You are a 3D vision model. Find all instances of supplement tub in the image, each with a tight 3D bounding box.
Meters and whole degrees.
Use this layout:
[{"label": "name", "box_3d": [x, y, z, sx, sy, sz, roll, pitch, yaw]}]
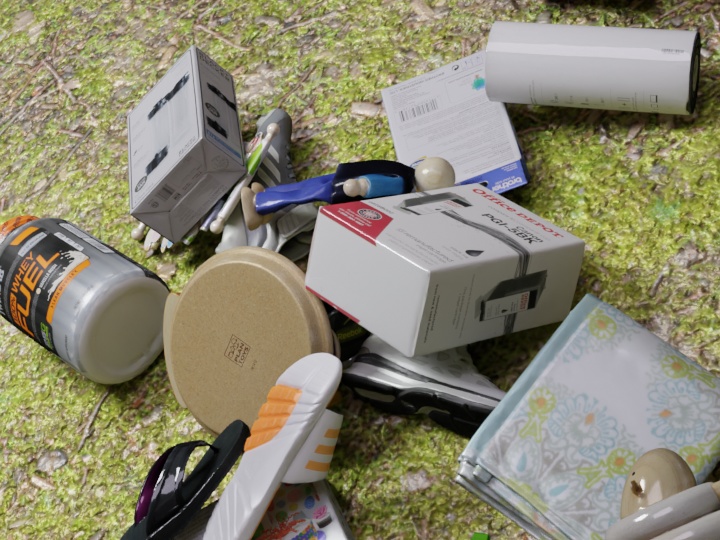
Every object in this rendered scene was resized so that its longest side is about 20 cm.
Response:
[{"label": "supplement tub", "box_3d": [-0.291, 0.023, 1.594, 0.200, 0.123, 0.123, 27, 69, 39]}]

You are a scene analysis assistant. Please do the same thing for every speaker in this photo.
[{"label": "speaker", "box_3d": [0.221, -0.194, 1.518, 0.199, 0.081, 0.081, 5, 57, 17]}]

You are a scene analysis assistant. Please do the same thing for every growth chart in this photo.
[{"label": "growth chart", "box_3d": [-0.163, -0.082, 1.626, 0.200, 0.018, 0.145, 1, 60, 57]}]

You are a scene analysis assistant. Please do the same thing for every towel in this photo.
[{"label": "towel", "box_3d": [0.196, 0.138, 1.282, 0.171, 0.048, 0.200, 36, 74, 15]}]

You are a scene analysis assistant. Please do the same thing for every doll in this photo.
[{"label": "doll", "box_3d": [-0.008, -0.080, 1.513, 0.199, 0.049, 0.136, -9, 8, 13]}]

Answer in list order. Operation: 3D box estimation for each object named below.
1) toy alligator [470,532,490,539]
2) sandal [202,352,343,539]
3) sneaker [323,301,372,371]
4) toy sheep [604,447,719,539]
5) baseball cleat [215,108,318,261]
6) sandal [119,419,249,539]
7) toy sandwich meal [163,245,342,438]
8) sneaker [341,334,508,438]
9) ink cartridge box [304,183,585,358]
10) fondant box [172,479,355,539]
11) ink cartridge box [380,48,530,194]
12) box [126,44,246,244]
[{"label": "toy alligator", "box_3d": [0.062, 0.290, 1.255, 0.059, 0.054, 0.200, 6, 57, 30]}, {"label": "sandal", "box_3d": [-0.064, 0.167, 1.343, 0.207, 0.059, 0.079, -61, 30, 1]}, {"label": "sneaker", "box_3d": [0.000, 0.000, 1.494, 0.074, 0.085, 0.200, -2, 53, 24]}, {"label": "toy sheep", "box_3d": [0.253, 0.226, 1.166, 0.138, 0.138, 0.200, -25, 72, 6]}, {"label": "baseball cleat", "box_3d": [-0.078, -0.077, 1.619, 0.106, 0.070, 0.200, 9, 60, 13]}, {"label": "sandal", "box_3d": [-0.171, 0.198, 1.366, 0.200, 0.048, 0.075, -48, 15, -18]}, {"label": "toy sandwich meal", "box_3d": [-0.096, 0.073, 1.450, 0.205, 0.070, 0.206, 1, 92, 33]}, {"label": "sneaker", "box_3d": [0.085, 0.077, 1.397, 0.200, 0.076, 0.116, 14, 64, 37]}, {"label": "ink cartridge box", "box_3d": [0.075, -0.006, 1.386, 0.200, 0.083, 0.147, -11, 32, -42]}, {"label": "fondant box", "box_3d": [-0.066, 0.269, 1.334, 0.144, 0.058, 0.200, -30, 48, 1]}, {"label": "ink cartridge box", "box_3d": [0.096, -0.126, 1.577, 0.119, 0.042, 0.200, -21, 45, 9]}, {"label": "box", "box_3d": [-0.181, -0.133, 1.625, 0.117, 0.060, 0.200, -44, 30, 19]}]
